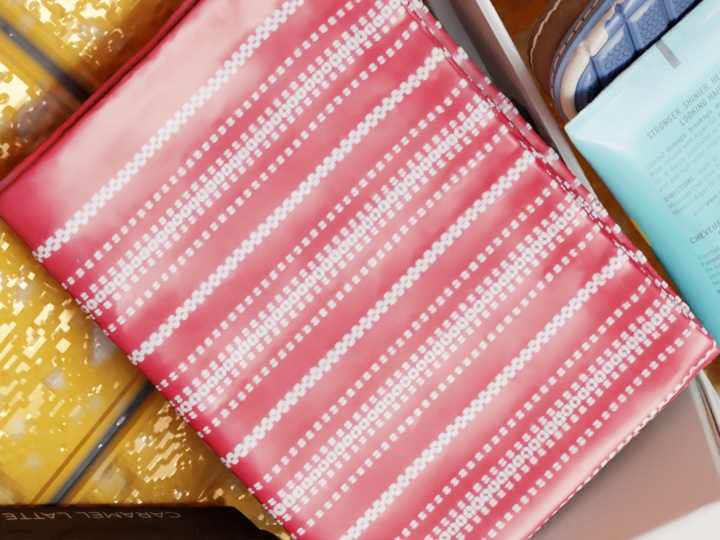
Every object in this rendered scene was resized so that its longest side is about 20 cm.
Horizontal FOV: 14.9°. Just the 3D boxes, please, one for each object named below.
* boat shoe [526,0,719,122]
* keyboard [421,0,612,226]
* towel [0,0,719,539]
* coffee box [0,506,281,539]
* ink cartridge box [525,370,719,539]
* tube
[{"bbox_3d":[0.114,-0.126,0.888,0.200,0.072,0.072,-45,147,-20],"label":"boat shoe"},{"bbox_3d":[0.054,-0.050,0.894,0.011,0.056,0.200,-38,121,-10],"label":"keyboard"},{"bbox_3d":[0.000,0.000,0.855,0.145,0.022,0.200,-43,97,-6],"label":"towel"},{"bbox_3d":[-0.088,0.182,0.881,0.114,0.080,0.200,1,106,-29],"label":"coffee box"},{"bbox_3d":[0.098,0.149,0.942,0.146,0.083,0.200,-27,122,11],"label":"ink cartridge box"},{"bbox_3d":[0.131,-0.007,0.904,0.077,0.050,0.200,-45,135,-13],"label":"tube"}]
